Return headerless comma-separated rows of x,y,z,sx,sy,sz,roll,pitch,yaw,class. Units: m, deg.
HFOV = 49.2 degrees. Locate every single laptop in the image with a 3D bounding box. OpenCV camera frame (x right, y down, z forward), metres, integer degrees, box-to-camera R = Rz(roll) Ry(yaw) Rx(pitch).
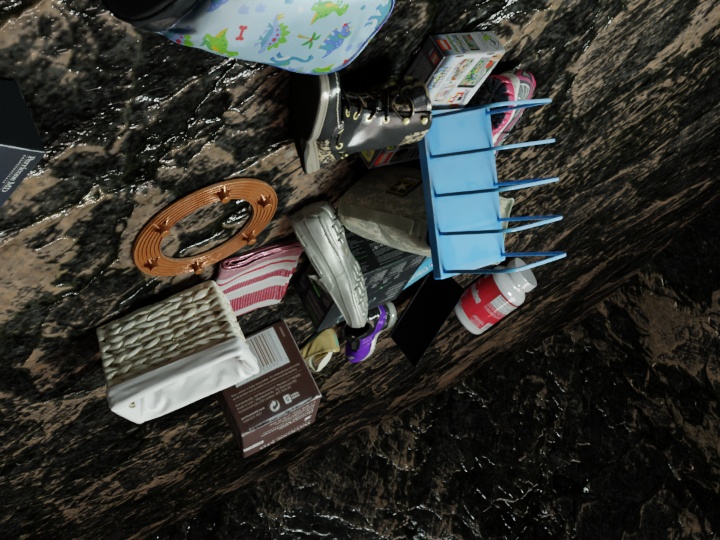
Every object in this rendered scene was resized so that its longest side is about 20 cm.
0.158,0.094,1.669,0.189,0.115,0.199,-57,156,10,laptop

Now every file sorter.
0.165,-0.101,0.958,0.137,0.204,0.122,-14,-170,-43,file sorter

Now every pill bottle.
0.337,0.061,1.963,0.199,0.113,0.112,-40,159,26,pill bottle

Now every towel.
-0.167,0.022,1.217,0.142,0.023,0.201,-20,159,-28,towel

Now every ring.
-0.193,-0.047,1.000,0.198,0.019,0.201,-29,162,-10,ring

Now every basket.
-0.262,0.116,1.122,0.197,0.125,0.136,-23,161,-5,basket

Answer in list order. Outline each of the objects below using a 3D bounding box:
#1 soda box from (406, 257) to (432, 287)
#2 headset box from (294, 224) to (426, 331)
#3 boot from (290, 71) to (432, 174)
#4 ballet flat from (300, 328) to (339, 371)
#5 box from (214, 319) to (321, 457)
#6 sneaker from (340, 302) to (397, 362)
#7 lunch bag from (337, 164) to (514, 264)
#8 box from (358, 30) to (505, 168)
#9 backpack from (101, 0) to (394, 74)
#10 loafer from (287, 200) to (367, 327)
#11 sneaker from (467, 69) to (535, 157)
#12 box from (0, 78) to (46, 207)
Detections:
0.095,-0.022,1.442,0.199,0.065,0.068,-34,162,12,soda box
0.000,0.000,1.304,0.172,0.094,0.201,-21,160,-28,headset box
0.003,-0.175,0.846,0.148,0.074,0.200,-15,163,-11,boot
-0.118,0.198,1.685,0.200,0.064,0.068,-42,158,32,ballet flat
-0.184,0.228,1.493,0.164,0.166,0.201,-25,161,-17,box
-0.007,0.135,1.702,0.098,0.070,0.201,-10,148,-36,sneaker
0.088,-0.078,1.088,0.198,0.163,0.120,-1,105,-48,lunch bag
0.085,-0.210,0.982,0.109,0.035,0.200,-16,157,-37,box
-0.065,-0.226,0.573,0.163,0.154,0.199,-47,169,26,backpack
-0.043,-0.004,1.129,0.069,0.203,0.070,-14,-156,17,loafer
0.180,-0.196,1.099,0.074,0.081,0.200,-27,164,-31,sneaker
-0.361,-0.065,0.599,0.199,0.080,0.140,-40,162,25,box
